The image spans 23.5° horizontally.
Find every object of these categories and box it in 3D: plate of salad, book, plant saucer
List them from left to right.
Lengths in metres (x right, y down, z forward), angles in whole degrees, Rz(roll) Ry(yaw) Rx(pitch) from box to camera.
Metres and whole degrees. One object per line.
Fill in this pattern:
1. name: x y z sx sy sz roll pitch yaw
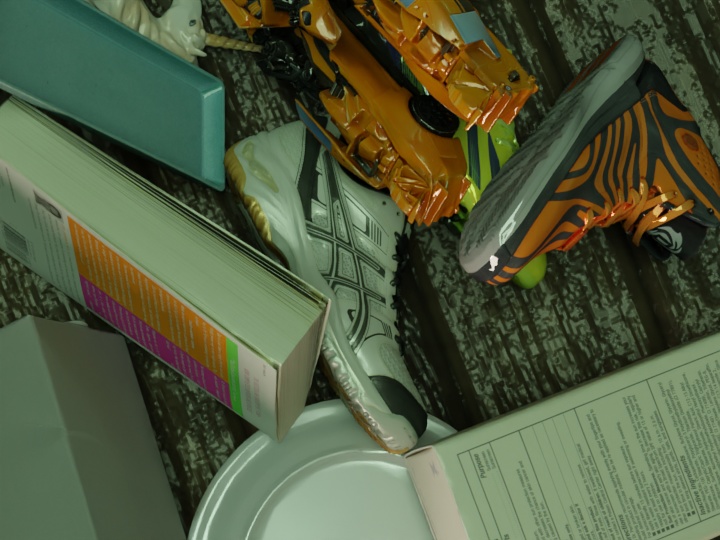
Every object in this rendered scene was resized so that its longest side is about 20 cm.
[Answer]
1. plant saucer: -0.138 -0.102 0.925 0.019 0.199 0.071 -13 68 31
2. book: -0.114 0.006 0.923 0.199 0.134 0.048 34 65 10
3. plate of salad: -0.001 0.173 0.969 0.198 0.048 0.202 2 79 -11

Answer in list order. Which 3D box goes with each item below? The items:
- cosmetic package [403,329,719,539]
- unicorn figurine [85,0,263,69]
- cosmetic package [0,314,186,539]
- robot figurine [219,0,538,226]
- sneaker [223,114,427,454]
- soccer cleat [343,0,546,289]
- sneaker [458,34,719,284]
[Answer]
1. cosmetic package: 0.136 0.110 0.945 0.198 0.073 0.104 -19 85 -14
2. unicorn figurine: -0.146 -0.188 0.963 0.073 0.200 0.138 -26 71 23
3. cosmetic package: -0.153 0.132 0.915 0.090 0.107 0.201 -27 71 16
4. robot figurine: -0.002 -0.128 0.921 0.058 0.145 0.200 -23 63 -45
5. sneaker: 0.000 0.000 0.959 0.087 0.076 0.201 -25 76 -8
6. soccer cleat: 0.063 -0.087 0.983 0.083 0.065 0.201 -29 87 -8
7. sneaker: 0.138 -0.037 0.940 0.112 0.077 0.200 46 54 -7
